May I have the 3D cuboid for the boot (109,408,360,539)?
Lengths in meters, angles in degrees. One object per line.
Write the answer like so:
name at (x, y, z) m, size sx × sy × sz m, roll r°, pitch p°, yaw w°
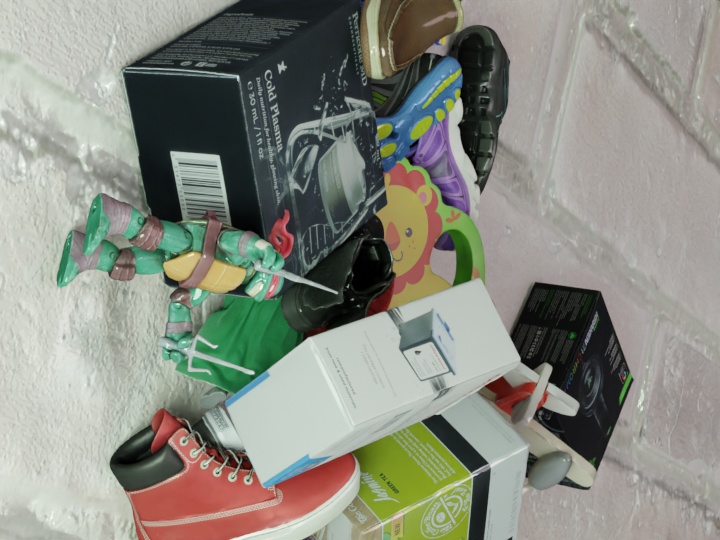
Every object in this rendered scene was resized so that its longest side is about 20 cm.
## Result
boot at (-0.104, 0.164, 1.455) m, size 0.199 × 0.072 × 0.145 m, roll -20°, pitch 120°, yaw -7°

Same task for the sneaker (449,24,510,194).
sneaker at (0.130, -0.160, 1.870) m, size 0.079 × 0.075 × 0.202 m, roll 21°, pitch 78°, yaw -61°

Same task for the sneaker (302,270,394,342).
sneaker at (-0.040, 0.069, 1.627) m, size 0.116 × 0.078 × 0.201 m, roll -47°, pitch -168°, yaw 52°

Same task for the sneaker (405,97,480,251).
sneaker at (0.063, -0.110, 1.789) m, size 0.083 × 0.080 × 0.202 m, roll -28°, pitch 115°, yaw -35°

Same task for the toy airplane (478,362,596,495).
toy airplane at (0.143, 0.160, 1.846) m, size 0.142 × 0.199 × 0.199 m, roll -57°, pitch 146°, yaw -11°

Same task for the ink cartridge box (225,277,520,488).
ink cartridge box at (0.011, 0.092, 1.433) m, size 0.199 × 0.146 × 0.086 m, roll -20°, pitch 78°, yaw -41°

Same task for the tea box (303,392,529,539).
tea box at (0.040, 0.233, 1.638) m, size 0.196 × 0.134 × 0.201 m, roll -24°, pitch 137°, yaw -26°

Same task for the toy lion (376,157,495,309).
toy lion at (0.044, -0.020, 1.731) m, size 0.199 × 0.068 × 0.194 m, roll -7°, pitch 99°, yaw -39°

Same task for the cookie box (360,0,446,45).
cookie box at (0.020, -0.319, 1.644) m, size 0.200 × 0.075 × 0.173 m, roll 16°, pitch 81°, yaw -60°

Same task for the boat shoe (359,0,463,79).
boat shoe at (0.054, -0.230, 1.524) m, size 0.203 × 0.074 × 0.075 m, roll -66°, pitch 152°, yaw -54°

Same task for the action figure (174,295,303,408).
action figure at (-0.088, 0.045, 1.539) m, size 0.118 × 0.055 × 0.201 m, roll 30°, pitch 47°, yaw -14°

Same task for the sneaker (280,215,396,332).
sneaker at (-0.002, -0.003, 1.531) m, size 0.060 × 0.104 × 0.200 m, roll 53°, pitch 42°, yaw -13°

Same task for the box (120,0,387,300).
box at (-0.084, -0.110, 1.470) m, size 0.197 × 0.123 × 0.202 m, roll -43°, pitch 132°, yaw -50°

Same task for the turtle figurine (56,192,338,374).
turtle figurine at (-0.127, 0.003, 1.350) m, size 0.150 × 0.199 × 0.101 m, roll -57°, pitch -154°, yaw 36°

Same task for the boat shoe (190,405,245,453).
boat shoe at (-0.111, 0.208, 1.551) m, size 0.066 × 0.070 × 0.201 m, roll -32°, pitch 133°, yaw -8°

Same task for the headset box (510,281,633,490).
headset box at (0.249, 0.147, 2.122) m, size 0.175 × 0.092 × 0.201 m, roll -62°, pitch 145°, yaw -30°

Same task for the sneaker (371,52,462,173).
sneaker at (0.014, -0.149, 1.679) m, size 0.199 × 0.082 × 0.071 m, roll -40°, pitch 138°, yaw -29°
